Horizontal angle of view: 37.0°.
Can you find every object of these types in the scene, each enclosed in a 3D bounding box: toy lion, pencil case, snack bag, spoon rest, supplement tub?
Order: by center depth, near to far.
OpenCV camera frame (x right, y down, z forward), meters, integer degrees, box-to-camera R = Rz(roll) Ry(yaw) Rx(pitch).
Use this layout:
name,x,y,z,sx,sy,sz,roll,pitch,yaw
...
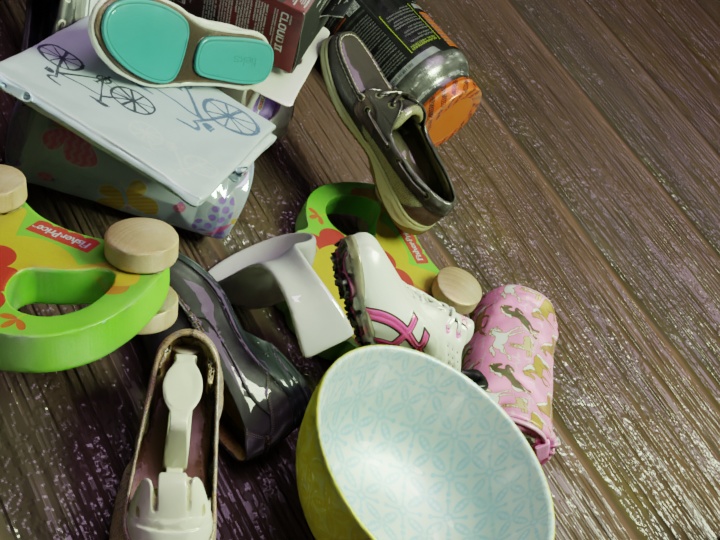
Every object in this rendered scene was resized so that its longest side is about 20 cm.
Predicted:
name,x,y,z,sx,sy,sz,roll,pitch,yaw
toy lion,-0.240,0.012,0.670,0.199,0.069,0.192,19,33,17
spoon rest,-0.064,0.004,0.828,0.099,0.061,0.200,-25,22,-15
snack bag,-0.168,-0.124,0.835,0.188,0.021,0.200,32,26,-4
pencil case,-0.186,-0.092,0.876,0.199,0.083,0.091,19,52,-28
pencil case,0.133,0.095,0.965,0.087,0.083,0.201,45,30,-20
toy lion,0.000,0.000,0.975,0.191,0.069,0.201,-2,51,-35
supplement tub,0.038,-0.240,1.221,0.200,0.123,0.122,51,36,17

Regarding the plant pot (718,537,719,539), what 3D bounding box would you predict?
name,x,y,z,sx,sy,sz,roll,pitch,yaw
plant pot,0.381,0.290,0.895,0.177,0.200,0.200,-18,63,-37

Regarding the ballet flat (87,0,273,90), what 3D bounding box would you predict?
name,x,y,z,sx,sy,sz,roll,pitch,yaw
ballet flat,-0.154,-0.183,0.867,0.199,0.069,0.070,-1,50,-55

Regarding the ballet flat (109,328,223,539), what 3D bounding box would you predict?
name,x,y,z,sx,sy,sz,roll,pitch,yaw
ballet flat,-0.119,0.124,0.674,0.067,0.067,0.201,5,56,-12

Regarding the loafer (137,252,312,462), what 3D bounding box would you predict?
name,x,y,z,sx,sy,sz,roll,pitch,yaw
loafer,-0.125,0.053,0.782,0.200,0.073,0.072,41,39,5

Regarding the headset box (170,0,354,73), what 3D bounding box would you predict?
name,x,y,z,sx,sy,sz,roll,pitch,yaw
headset box,-0.098,-0.278,0.971,0.199,0.077,0.149,25,53,4

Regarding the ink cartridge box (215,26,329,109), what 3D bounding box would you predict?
name,x,y,z,sx,sy,sz,roll,pitch,yaw
ink cartridge box,-0.141,-0.207,1.001,0.199,0.067,0.118,24,55,1

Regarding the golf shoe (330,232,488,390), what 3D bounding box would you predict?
name,x,y,z,sx,sy,sz,roll,pitch,yaw
golf shoe,0.039,0.041,0.845,0.073,0.092,0.201,-114,180,-51

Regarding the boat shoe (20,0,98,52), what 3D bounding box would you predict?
name,x,y,z,sx,sy,sz,roll,pitch,yaw
boat shoe,-0.258,-0.247,0.920,0.056,0.068,0.202,2,87,-54

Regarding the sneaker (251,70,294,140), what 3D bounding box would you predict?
name,x,y,z,sx,sy,sz,roll,pitch,yaw
sneaker,-0.129,-0.218,1.082,0.083,0.081,0.201,0,49,-33

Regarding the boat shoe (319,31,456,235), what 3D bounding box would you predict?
name,x,y,z,sx,sy,sz,roll,pitch,yaw
boat shoe,0.031,-0.134,0.983,0.073,0.065,0.201,-27,89,-48

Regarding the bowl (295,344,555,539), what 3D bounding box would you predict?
name,x,y,z,sx,sy,sz,roll,pitch,yaw
bowl,0.027,0.164,0.762,0.199,0.108,0.201,25,36,-20
